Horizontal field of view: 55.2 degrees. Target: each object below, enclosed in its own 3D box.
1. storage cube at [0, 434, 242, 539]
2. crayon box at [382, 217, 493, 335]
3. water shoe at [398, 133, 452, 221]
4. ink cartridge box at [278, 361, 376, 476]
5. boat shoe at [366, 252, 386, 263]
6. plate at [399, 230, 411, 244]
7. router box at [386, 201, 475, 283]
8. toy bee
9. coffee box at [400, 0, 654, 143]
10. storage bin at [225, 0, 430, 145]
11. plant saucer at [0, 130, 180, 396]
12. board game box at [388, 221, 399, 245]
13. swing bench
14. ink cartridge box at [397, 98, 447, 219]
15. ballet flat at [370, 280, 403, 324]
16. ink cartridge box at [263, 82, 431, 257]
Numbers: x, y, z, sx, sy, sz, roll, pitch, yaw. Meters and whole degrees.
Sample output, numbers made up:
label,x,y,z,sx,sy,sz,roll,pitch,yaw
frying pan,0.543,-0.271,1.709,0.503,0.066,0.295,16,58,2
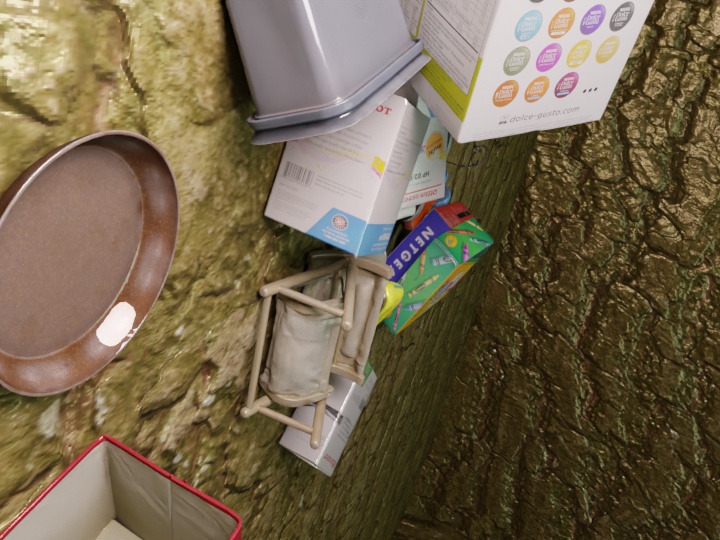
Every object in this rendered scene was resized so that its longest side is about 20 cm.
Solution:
label,x,y,z,sx,sy,sz,roll,pitch,yaw
storage cube,-0.220,0.301,0.622,0.200,0.168,0.183,-48,156,-48
crayon box,0.119,0.011,1.140,0.118,0.059,0.201,-29,163,-46
water shoe,0.091,-0.175,1.080,0.078,0.070,0.205,-3,111,-65
ink cartridge box,-0.054,0.247,1.228,0.203,0.083,0.147,-62,162,-17
boat shoe,-0.001,0.000,1.097,0.203,0.068,0.073,111,-19,-51
plate,0.101,-0.028,1.471,0.202,0.025,0.203,-57,160,-32
router box,0.106,-0.031,1.232,0.200,0.049,0.179,-47,170,21
toy bee,0.116,-0.159,1.209,0.198,0.108,0.134,-29,138,-36
coffee box,0.154,-0.284,0.707,0.195,0.202,0.201,-13,141,-24
storage bin,-0.040,-0.221,0.630,0.200,0.142,0.137,-48,128,-47
plant saucer,-0.208,-0.008,0.508,0.202,0.034,0.203,-56,159,-34
board game box,0.031,-0.054,1.229,0.203,0.019,0.103,-63,162,-17
swing bench,-0.058,0.096,0.962,0.200,0.127,0.204,-46,153,-62
ink cartridge box,0.064,-0.158,0.983,0.113,0.067,0.206,-18,119,-37
ballet flat,0.001,0.081,1.095,0.066,0.068,0.200,-12,154,-46
ink cartridge box,-0.007,-0.137,0.814,0.205,0.126,0.125,-70,163,9
